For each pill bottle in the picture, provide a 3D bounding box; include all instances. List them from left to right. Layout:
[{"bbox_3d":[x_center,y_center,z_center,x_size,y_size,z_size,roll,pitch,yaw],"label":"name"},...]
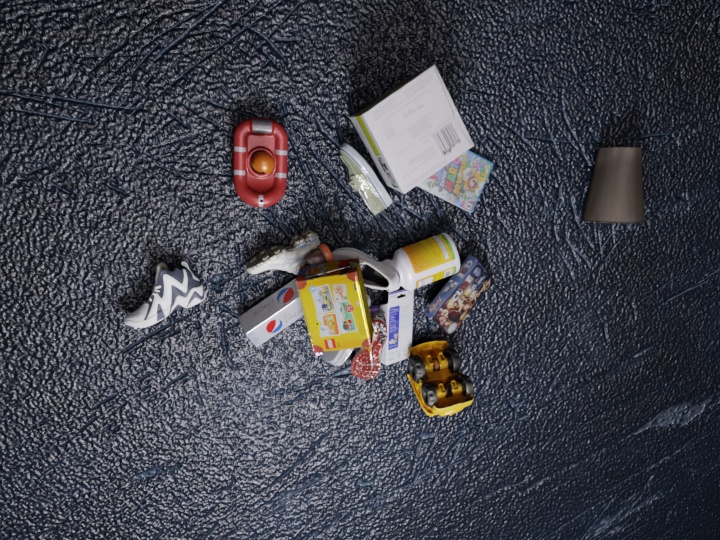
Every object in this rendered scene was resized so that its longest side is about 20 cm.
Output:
[{"bbox_3d":[0.151,-0.015,1.447,0.197,0.111,0.113,-20,108,-10],"label":"pill bottle"}]

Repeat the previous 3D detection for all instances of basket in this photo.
[{"bbox_3d":[0.716,-0.239,1.544,0.176,0.136,0.204,0,100,-10],"label":"basket"}]

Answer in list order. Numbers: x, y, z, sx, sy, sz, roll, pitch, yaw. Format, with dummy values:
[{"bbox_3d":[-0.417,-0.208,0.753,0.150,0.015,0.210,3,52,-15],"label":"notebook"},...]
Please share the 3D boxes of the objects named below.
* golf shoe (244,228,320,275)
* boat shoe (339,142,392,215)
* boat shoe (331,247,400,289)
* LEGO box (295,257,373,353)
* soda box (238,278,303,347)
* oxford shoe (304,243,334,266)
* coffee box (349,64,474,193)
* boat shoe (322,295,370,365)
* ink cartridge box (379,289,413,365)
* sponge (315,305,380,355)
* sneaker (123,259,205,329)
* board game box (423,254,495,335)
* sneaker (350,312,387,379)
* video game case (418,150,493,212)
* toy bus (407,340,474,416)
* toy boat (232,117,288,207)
[{"bbox_3d":[-0.185,-0.020,1.374,0.197,0.078,0.099,-24,115,-8],"label":"golf shoe"},{"bbox_3d":[0.005,-0.224,1.377,0.062,0.072,0.201,-42,113,-5],"label":"boat shoe"},{"bbox_3d":[0.000,0.000,1.374,0.197,0.065,0.073,26,109,19],"label":"boat shoe"},{"bbox_3d":[-0.058,0.087,1.321,0.146,0.077,0.204,-7,114,9],"label":"LEGO box"},{"bbox_3d":[-0.204,0.100,1.391,0.198,0.068,0.064,-34,136,-6],"label":"soda box"},{"bbox_3d":[-0.097,0.030,1.393,0.072,0.071,0.203,-29,126,-22],"label":"oxford shoe"},{"bbox_3d":[0.114,-0.331,1.306,0.198,0.198,0.202,-33,106,-1],"label":"coffee box"},{"bbox_3d":[-0.025,0.155,1.435,0.066,0.071,0.203,36,76,-50],"label":"boat shoe"},{"bbox_3d":[0.097,0.146,1.494,0.098,0.039,0.204,-9,108,-39],"label":"ink cartridge box"},{"bbox_3d":[-0.030,0.160,1.483,0.196,0.030,0.114,-5,105,-14],"label":"sponge"},{"bbox_3d":[-0.479,0.045,1.303,0.196,0.079,0.132,-23,107,-9],"label":"sneaker"},{"bbox_3d":[0.273,0.070,1.515,0.201,0.035,0.135,-51,137,1],"label":"board game box"},{"bbox_3d":[0.030,0.203,1.456,0.077,0.082,0.203,20,117,-2],"label":"sneaker"},{"bbox_3d":[0.243,-0.258,1.463,0.197,0.018,0.145,22,97,-19],"label":"video game case"},{"bbox_3d":[0.205,0.327,1.506,0.133,0.202,0.194,-8,135,-17],"label":"toy bus"},{"bbox_3d":[-0.228,-0.247,1.273,0.128,0.131,0.204,0,103,-15],"label":"toy boat"}]
